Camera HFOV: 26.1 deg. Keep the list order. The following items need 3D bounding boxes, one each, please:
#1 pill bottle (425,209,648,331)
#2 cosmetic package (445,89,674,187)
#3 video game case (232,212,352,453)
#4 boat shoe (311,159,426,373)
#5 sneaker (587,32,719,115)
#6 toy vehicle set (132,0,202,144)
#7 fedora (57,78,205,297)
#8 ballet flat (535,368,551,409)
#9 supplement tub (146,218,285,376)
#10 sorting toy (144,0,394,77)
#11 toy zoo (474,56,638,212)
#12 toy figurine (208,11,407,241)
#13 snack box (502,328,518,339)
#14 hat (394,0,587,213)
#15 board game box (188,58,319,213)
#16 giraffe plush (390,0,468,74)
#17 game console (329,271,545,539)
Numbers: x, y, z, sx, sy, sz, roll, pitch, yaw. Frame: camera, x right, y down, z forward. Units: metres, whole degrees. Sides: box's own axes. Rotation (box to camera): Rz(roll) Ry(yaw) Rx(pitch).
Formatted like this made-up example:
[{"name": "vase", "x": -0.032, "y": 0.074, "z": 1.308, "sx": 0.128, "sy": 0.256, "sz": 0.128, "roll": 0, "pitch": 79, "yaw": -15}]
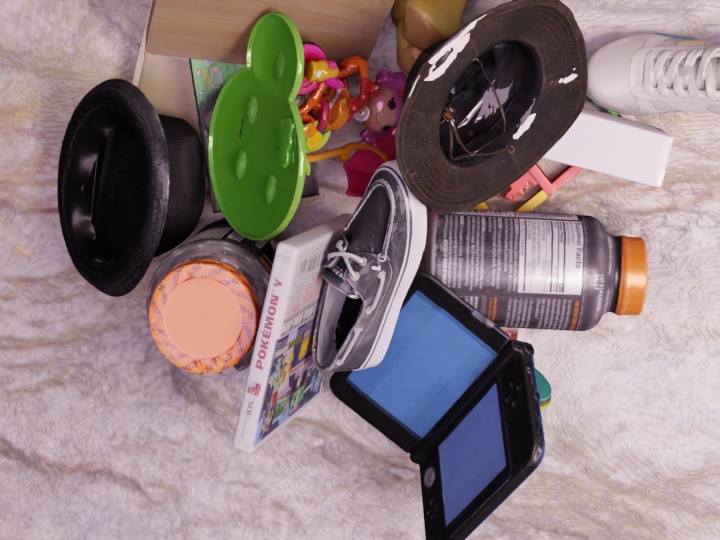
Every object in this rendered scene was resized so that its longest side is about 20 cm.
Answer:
[{"name": "pill bottle", "x": 0.159, "y": 0.001, "z": 1.416, "sx": 0.197, "sy": 0.106, "sz": 0.108, "roll": 3, "pitch": 100, "yaw": 0}, {"name": "cosmetic package", "x": 0.176, "y": -0.126, "z": 1.395, "sx": 0.197, "sy": 0.083, "sz": 0.051, "roll": 15, "pitch": 102, "yaw": 3}, {"name": "video game case", "x": -0.054, "y": 0.050, "z": 1.387, "sx": 0.023, "sy": 0.200, "sz": 0.185, "roll": 16, "pitch": 103, "yaw": 12}, {"name": "boat shoe", "x": 0.000, "y": 0.000, "z": 1.354, "sx": 0.072, "sy": 0.067, "sz": 0.202, "roll": 40, "pitch": 125, "yaw": 37}, {"name": "sneaker", "x": 0.297, "y": -0.177, "z": 1.390, "sx": 0.197, "sy": 0.081, "sz": 0.078, "roll": 2, "pitch": 90, "yaw": 3}, {"name": "toy vehicle set", "x": -0.139, "y": -0.221, "z": 1.460, "sx": 0.123, "sy": 0.027, "sz": 0.202, "roll": 16, "pitch": 101, "yaw": 3}, {"name": "fedora", "x": -0.203, "y": -0.078, "z": 1.444, "sx": 0.199, "sy": 0.091, "sz": 0.204, "roll": 8, "pitch": 100, "yaw": 48}, {"name": "ballet flat", "x": 0.082, "y": 0.087, "z": 1.457, "sx": 0.198, "sy": 0.067, "sz": 0.067, "roll": 29, "pitch": 127, "yaw": 1}, {"name": "supplement tub", "x": -0.124, "y": 0.024, "z": 1.414, "sx": 0.121, "sy": 0.200, "sz": 0.124, "roll": 1, "pitch": 101, "yaw": 6}, {"name": "sorting toy", "x": -0.073, "y": -0.256, "z": 1.325, "sx": 0.197, "sy": 0.199, "sz": 0.070, "roll": 5, "pitch": 64, "yaw": -13}, {"name": "toy zoo", "x": 0.142, "y": -0.125, "z": 1.452, "sx": 0.199, "sy": 0.020, "sz": 0.132, "roll": -39, "pitch": 94, "yaw": 11}, {"name": "toy figurine", "x": -0.017, "y": -0.131, "z": 1.390, "sx": 0.182, "sy": 0.150, "sz": 0.202, "roll": -6, "pitch": 119, "yaw": -37}, {"name": "snack box", "x": 0.053, "y": 0.045, "z": 1.489, "sx": 0.197, "sy": 0.024, "sz": 0.073, "roll": 7, "pitch": 102, "yaw": 4}, {"name": "hat", "x": 0.095, "y": -0.152, "z": 1.312, "sx": 0.199, "sy": 0.081, "sz": 0.203, "roll": -20, "pitch": 130, "yaw": -26}, {"name": "board game box", "x": -0.102, "y": -0.160, "z": 1.439, "sx": 0.103, "sy": 0.023, "sz": 0.203, "roll": -9, "pitch": 105, "yaw": -6}, {"name": "giraffe plush", "x": 0.112, "y": -0.280, "z": 1.379, "sx": 0.160, "sy": 0.173, "sz": 0.202, "roll": -1, "pitch": 66, "yaw": -4}, {"name": "game console", "x": 0.062, "y": 0.133, "z": 1.387, "sx": 0.117, "sy": 0.172, "sz": 0.200, "roll": 14, "pitch": 138, "yaw": -21}]
